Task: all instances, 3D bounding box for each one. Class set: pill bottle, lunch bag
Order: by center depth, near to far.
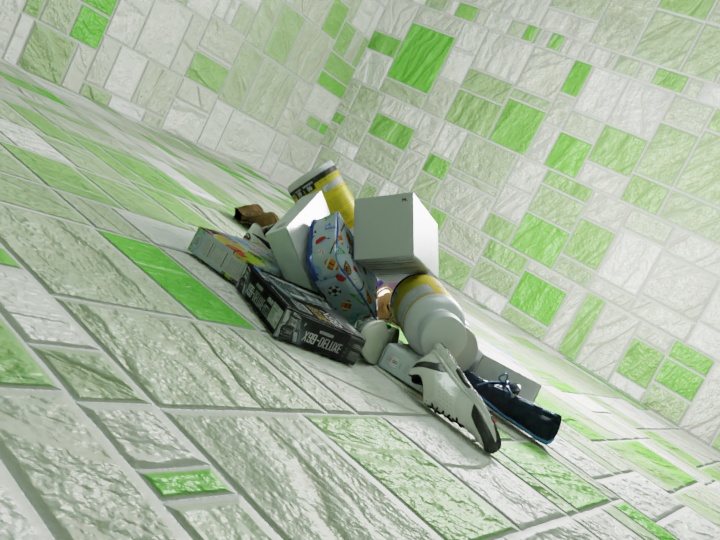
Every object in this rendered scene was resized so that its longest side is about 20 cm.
[{"bbox_3d":[0.122,0.085,1.287,0.110,0.114,0.200,26,11,-16],"label":"pill bottle"},{"bbox_3d":[-0.029,0.001,1.337,0.162,0.074,0.202,-92,158,-48],"label":"lunch bag"},{"bbox_3d":[0.161,0.132,1.463,0.112,0.116,0.200,26,4,-12],"label":"pill bottle"},{"bbox_3d":[-0.057,-0.114,1.509,0.202,0.113,0.114,59,5,-5],"label":"pill bottle"}]

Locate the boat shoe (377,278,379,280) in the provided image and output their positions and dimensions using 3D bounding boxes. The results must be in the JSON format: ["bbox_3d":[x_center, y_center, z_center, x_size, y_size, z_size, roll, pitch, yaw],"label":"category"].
[{"bbox_3d":[0.000,0.000,1.527,0.067,0.197,0.075,31,35,-63],"label":"boat shoe"}]

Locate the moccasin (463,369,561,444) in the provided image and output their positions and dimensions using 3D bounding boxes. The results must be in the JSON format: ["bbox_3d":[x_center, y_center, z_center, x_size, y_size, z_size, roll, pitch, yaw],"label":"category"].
[{"bbox_3d":[0.277,0.238,1.338,0.198,0.069,0.081,34,-5,11],"label":"moccasin"}]

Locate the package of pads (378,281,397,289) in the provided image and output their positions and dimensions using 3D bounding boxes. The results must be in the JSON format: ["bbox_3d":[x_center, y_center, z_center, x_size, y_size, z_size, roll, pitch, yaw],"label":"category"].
[{"bbox_3d":[0.029,0.014,1.797,0.198,0.122,0.075,32,8,23],"label":"package of pads"}]

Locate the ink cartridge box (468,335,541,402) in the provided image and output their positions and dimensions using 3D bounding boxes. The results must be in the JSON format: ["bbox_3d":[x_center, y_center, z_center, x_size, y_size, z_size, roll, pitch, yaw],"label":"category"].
[{"bbox_3d":[0.264,0.207,1.490,0.142,0.086,0.200,27,8,-12],"label":"ink cartridge box"}]

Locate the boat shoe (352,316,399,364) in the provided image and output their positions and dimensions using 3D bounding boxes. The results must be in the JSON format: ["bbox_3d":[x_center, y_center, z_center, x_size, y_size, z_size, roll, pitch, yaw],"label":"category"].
[{"bbox_3d":[0.015,0.116,1.253,0.061,0.075,0.200,15,-1,19],"label":"boat shoe"}]

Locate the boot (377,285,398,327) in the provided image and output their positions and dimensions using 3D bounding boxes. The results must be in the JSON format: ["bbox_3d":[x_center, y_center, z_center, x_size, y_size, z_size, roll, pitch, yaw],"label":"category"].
[{"bbox_3d":[0.059,0.084,1.598,0.076,0.074,0.199,50,18,18],"label":"boot"}]

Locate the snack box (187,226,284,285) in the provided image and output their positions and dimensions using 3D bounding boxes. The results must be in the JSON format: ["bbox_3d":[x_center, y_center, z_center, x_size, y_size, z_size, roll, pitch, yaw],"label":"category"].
[{"bbox_3d":[-0.203,-0.013,1.336,0.141,0.054,0.199,33,7,25],"label":"snack box"}]

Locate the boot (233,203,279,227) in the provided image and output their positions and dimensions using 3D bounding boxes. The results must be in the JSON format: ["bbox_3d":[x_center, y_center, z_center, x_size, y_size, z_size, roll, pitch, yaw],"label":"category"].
[{"bbox_3d":[-0.272,-0.126,1.905,0.074,0.075,0.199,-1,19,-35],"label":"boot"}]

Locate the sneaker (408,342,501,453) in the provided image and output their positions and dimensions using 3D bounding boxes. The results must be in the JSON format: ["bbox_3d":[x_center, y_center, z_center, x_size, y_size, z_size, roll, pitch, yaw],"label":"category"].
[{"bbox_3d":[0.146,0.208,1.126,0.201,0.079,0.074,54,-7,41],"label":"sneaker"}]

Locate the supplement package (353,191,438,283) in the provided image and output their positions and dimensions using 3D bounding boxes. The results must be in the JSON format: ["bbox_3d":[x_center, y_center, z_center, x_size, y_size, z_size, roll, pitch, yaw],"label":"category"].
[{"bbox_3d":[0.071,-0.056,1.366,0.115,0.120,0.200,-3,-14,18],"label":"supplement package"}]

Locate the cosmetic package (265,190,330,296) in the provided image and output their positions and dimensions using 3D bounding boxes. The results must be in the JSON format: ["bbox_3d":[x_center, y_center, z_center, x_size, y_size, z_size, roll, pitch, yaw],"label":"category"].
[{"bbox_3d":[-0.096,-0.043,1.369,0.153,0.051,0.201,66,24,-17],"label":"cosmetic package"}]

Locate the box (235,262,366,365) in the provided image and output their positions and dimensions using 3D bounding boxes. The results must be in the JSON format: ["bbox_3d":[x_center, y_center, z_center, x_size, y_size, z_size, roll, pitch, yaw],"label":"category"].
[{"bbox_3d":[-0.099,0.068,1.170,0.156,0.051,0.200,25,7,-32],"label":"box"}]

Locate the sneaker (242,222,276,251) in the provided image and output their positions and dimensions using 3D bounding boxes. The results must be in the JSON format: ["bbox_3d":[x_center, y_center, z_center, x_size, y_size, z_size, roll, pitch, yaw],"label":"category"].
[{"bbox_3d":[-0.181,-0.051,1.573,0.073,0.090,0.199,29,5,28],"label":"sneaker"}]

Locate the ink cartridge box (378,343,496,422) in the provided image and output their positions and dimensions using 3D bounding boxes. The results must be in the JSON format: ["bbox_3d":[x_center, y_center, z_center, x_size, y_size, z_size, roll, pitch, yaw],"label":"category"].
[{"bbox_3d":[0.145,0.194,1.261,0.197,0.058,0.162,27,5,24],"label":"ink cartridge box"}]
